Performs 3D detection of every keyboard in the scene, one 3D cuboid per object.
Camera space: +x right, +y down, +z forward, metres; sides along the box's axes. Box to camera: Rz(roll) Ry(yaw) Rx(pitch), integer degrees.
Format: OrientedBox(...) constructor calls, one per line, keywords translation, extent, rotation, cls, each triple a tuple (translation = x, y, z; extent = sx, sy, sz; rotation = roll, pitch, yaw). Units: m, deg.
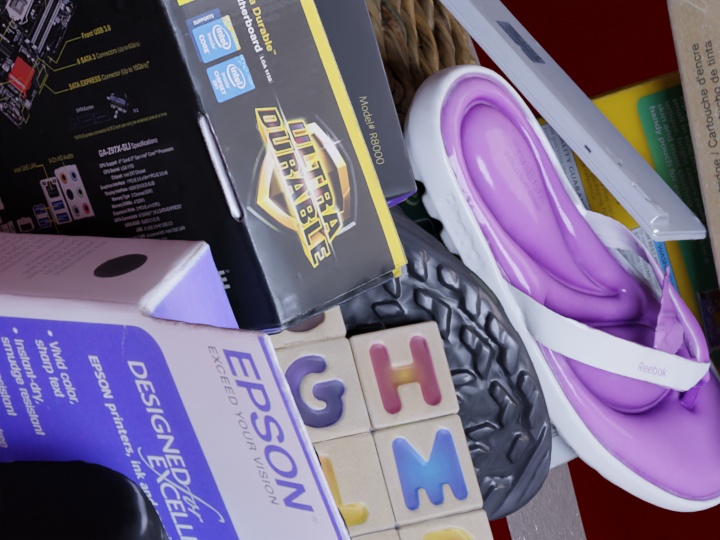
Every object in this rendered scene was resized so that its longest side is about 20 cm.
OrientedBox(translation=(0.056, -0.085, 1.124), extent=(0.200, 0.011, 0.056), rotation=(50, 15, 17), cls="keyboard")

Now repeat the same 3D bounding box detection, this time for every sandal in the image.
OrientedBox(translation=(0.087, 0.010, 1.089), extent=(0.203, 0.050, 0.083), rotation=(50, 49, -21), cls="sandal")

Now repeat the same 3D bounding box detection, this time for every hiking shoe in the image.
OrientedBox(translation=(0.000, 0.000, 1.075), extent=(0.200, 0.076, 0.101), rotation=(51, 10, -8), cls="hiking shoe")

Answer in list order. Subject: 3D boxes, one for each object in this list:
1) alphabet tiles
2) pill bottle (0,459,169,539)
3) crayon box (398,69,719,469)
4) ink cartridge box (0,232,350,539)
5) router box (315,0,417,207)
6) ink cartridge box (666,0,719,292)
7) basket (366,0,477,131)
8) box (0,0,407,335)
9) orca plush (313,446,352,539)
OrientedBox(translation=(-0.033, 0.094, 0.980), extent=(0.006, 0.166, 0.201), rotation=(141, -63, -65), cls="alphabet tiles")
OrientedBox(translation=(-0.070, 0.157, 0.746), extent=(0.112, 0.112, 0.200), rotation=(-89, 161, -64), cls="pill bottle")
OrientedBox(translation=(0.094, -0.003, 1.170), extent=(0.200, 0.052, 0.126), rotation=(-20, 94, -42), cls="crayon box")
OrientedBox(translation=(-0.051, 0.082, 0.789), extent=(0.043, 0.200, 0.199), rotation=(-40, 122, -37), cls="ink cartridge box")
OrientedBox(translation=(-0.085, -0.099, 0.974), extent=(0.052, 0.157, 0.201), rotation=(-28, -103, 67), cls="router box")
OrientedBox(translation=(0.198, -0.013, 1.165), extent=(0.165, 0.075, 0.201), rotation=(18, 60, -59), cls="ink cartridge box")
OrientedBox(translation=(-0.059, -0.114, 1.216), extent=(0.143, 0.149, 0.200), rotation=(19, 48, -39), cls="basket")
OrientedBox(translation=(-0.088, -0.055, 0.812), extent=(0.049, 0.200, 0.160), rotation=(-24, 98, -37), cls="box")
OrientedBox(translation=(-0.055, 0.040, 0.871), extent=(0.071, 0.105, 0.200), rotation=(-67, -170, -17), cls="orca plush")
